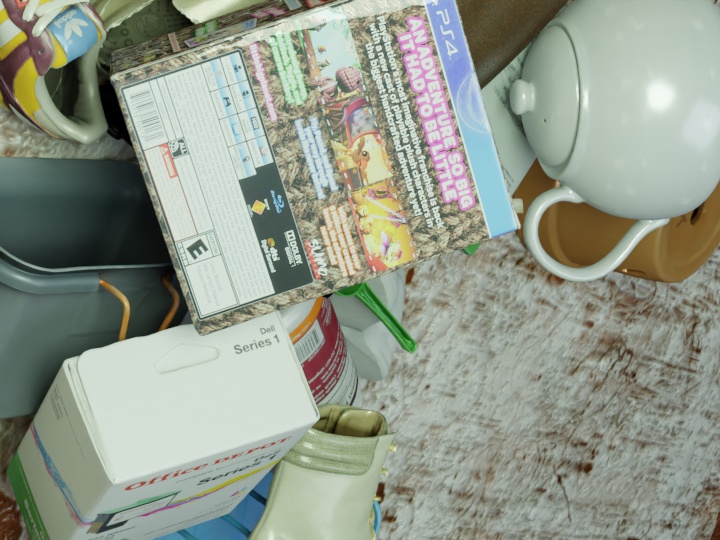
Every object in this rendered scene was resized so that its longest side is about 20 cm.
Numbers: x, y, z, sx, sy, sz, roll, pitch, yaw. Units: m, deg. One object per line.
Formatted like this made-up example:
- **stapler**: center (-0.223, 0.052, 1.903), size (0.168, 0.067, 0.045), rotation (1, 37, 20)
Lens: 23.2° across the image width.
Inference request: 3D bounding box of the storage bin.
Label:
- **storage bin**: center (-0.190, 0.022, 1.117), size (0.199, 0.145, 0.135), rotation (-5, 128, -51)

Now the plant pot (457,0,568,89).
- **plant pot**: center (0.025, -0.172, 1.228), size (0.186, 0.187, 0.200), rotation (7, 122, -54)

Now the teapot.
- **teapot**: center (0.184, -0.126, 1.327), size (0.145, 0.201, 0.198), rotation (-3, 147, -13)

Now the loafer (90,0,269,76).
- **loafer**: center (-0.081, -0.157, 1.078), size (0.068, 0.199, 0.076), rotation (-88, 156, -52)

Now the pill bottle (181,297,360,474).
- **pill bottle**: center (-0.064, 0.071, 1.322), size (0.113, 0.113, 0.201), rotation (-45, 143, -22)

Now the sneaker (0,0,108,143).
- **sneaker**: center (-0.189, -0.166, 1.012), size (0.075, 0.090, 0.201), rotation (-40, 141, -27)

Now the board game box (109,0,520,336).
- **board game box**: center (-0.029, -0.077, 1.024), size (0.199, 0.097, 0.160), rotation (-18, 108, -3)

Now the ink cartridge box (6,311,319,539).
- **ink cartridge box**: center (-0.131, 0.110, 1.122), size (0.144, 0.084, 0.200), rotation (-15, 162, -28)

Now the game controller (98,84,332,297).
- **game controller**: center (-0.097, -0.051, 1.139), size (0.200, 0.104, 0.042), rotation (41, 76, -22)

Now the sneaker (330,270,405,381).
- **sneaker**: center (0.005, 0.006, 1.405), size (0.200, 0.075, 0.089), rotation (88, 26, -61)

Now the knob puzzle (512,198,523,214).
- **knob puzzle**: center (-0.011, -0.050, 1.267), size (0.219, 0.219, 0.031), rotation (2, 86, -53)

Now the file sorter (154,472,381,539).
- **file sorter**: center (-0.097, 0.230, 1.385), size (0.199, 0.122, 0.140), rotation (-11, 122, -48)

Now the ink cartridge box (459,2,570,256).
- **ink cartridge box**: center (0.089, -0.136, 1.398), size (0.201, 0.083, 0.147), rotation (-56, 146, -8)

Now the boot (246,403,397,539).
- **boot**: center (-0.004, 0.181, 1.308), size (0.199, 0.072, 0.156), rotation (10, 100, -48)

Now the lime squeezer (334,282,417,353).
- **lime squeezer**: center (0.000, 0.000, 1.266), size (0.038, 0.071, 0.200), rotation (-39, 154, -16)

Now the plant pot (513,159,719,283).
- **plant pot**: center (0.256, -0.078, 1.606), size (0.200, 0.140, 0.201), rotation (-33, 137, -36)
